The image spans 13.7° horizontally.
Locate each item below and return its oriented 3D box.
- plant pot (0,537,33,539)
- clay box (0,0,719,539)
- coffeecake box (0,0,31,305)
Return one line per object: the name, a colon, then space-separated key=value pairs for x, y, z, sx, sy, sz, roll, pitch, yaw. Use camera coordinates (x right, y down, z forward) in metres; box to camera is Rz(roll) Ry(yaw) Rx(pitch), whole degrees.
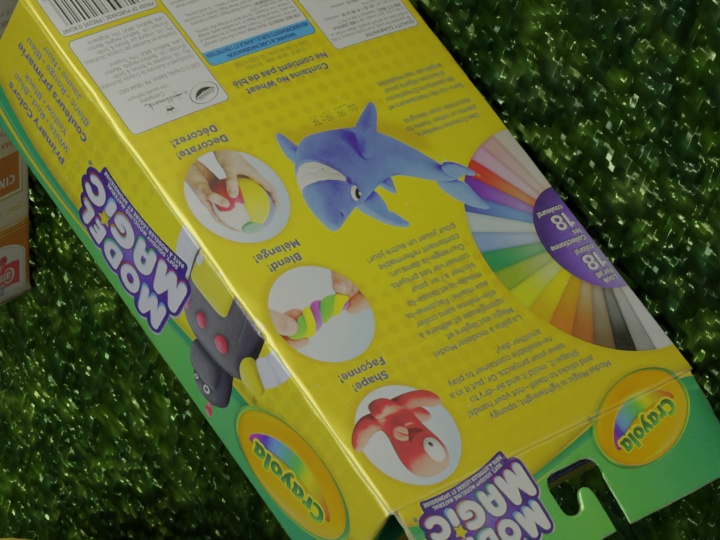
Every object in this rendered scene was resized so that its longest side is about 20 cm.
plant pot: x=-0.108 y=0.170 z=0.967 sx=0.142 sy=0.200 sz=0.200 roll=-118 pitch=32 yaw=-49
clay box: x=0.000 y=0.000 z=0.797 sx=0.200 sy=0.115 sz=0.048 roll=55 pitch=140 yaw=17
coffeecake box: x=-0.188 y=-0.092 z=0.992 sx=0.153 sy=0.073 sz=0.200 roll=21 pitch=123 yaw=32
